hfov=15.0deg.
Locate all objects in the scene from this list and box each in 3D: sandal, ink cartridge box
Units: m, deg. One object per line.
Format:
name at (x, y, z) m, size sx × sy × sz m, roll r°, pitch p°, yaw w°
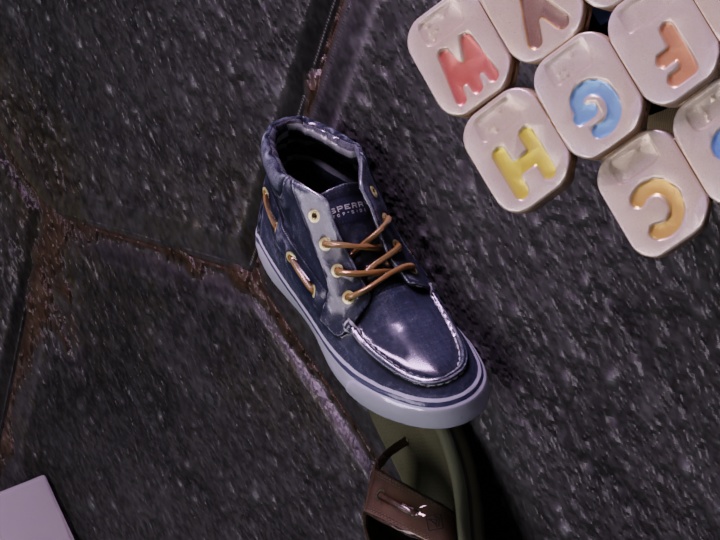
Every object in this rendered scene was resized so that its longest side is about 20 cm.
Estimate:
sandal at (0.034, 0.147, 1.527) m, size 0.080 × 0.057 × 0.202 m, roll 118°, pitch 143°, yaw -57°
ink cartridge box at (-0.337, 0.246, 2.150) m, size 0.085 × 0.199 × 0.146 m, roll 65°, pitch 153°, yaw 9°

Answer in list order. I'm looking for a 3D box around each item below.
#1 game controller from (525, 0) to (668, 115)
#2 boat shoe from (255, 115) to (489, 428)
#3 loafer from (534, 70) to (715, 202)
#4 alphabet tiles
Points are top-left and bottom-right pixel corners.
game controller at (0.100, -0.164, 1.165) m, size 0.200 × 0.104 × 0.042 m, roll 58°, pitch -176°, yaw 18°
boat shoe at (0.000, 0.000, 1.488) m, size 0.200 × 0.071 × 0.091 m, roll 45°, pitch 150°, yaw 40°
loafer at (0.115, -0.099, 1.211) m, size 0.200 × 0.067 × 0.076 m, roll 52°, pitch 149°, yaw 29°
alphabet tiles at (0.115, -0.115, 1.128) m, size 0.200 × 0.015 × 0.196 m, roll -36°, pitch 74°, yaw 23°
